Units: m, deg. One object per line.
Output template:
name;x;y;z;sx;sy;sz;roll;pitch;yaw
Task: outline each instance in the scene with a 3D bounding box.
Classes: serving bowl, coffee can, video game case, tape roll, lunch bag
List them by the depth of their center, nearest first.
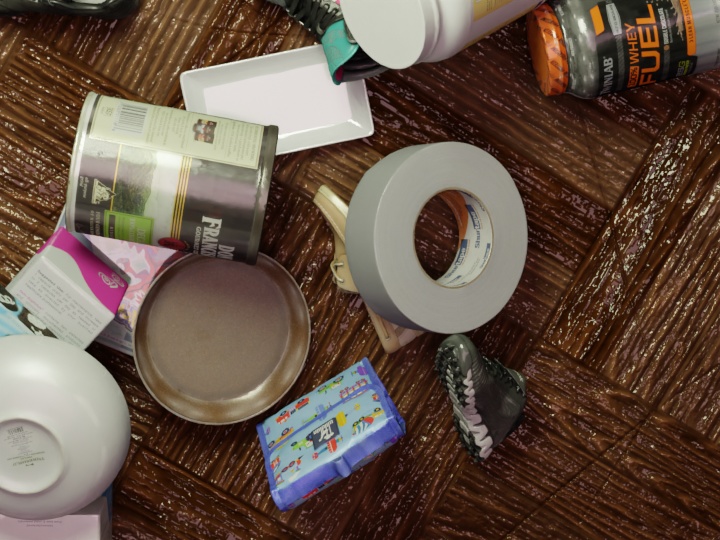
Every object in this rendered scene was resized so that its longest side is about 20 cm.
serving bowl;-0.330;0.168;1.370;0.197;0.066;0.203;0;111;-1
coffee can;-0.193;-0.095;1.427;0.197;0.146;0.148;10;97;-5
lunch bag;-0.026;0.189;1.472;0.150;0.200;0.095;-31;100;0
tape roll;0.082;-0.035;1.475;0.198;0.066;0.203;-1;91;-32
video game case;-0.246;-0.001;1.519;0.198;0.023;0.184;23;96;-7

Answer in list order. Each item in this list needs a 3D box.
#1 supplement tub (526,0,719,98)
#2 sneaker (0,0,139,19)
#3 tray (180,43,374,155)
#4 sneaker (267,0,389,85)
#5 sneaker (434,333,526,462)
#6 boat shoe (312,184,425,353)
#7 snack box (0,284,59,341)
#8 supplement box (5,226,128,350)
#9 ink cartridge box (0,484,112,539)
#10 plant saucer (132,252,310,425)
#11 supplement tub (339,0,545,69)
supplement tub;0.284;-0.256;1.471;0.197;0.123;0.124;-14;99;-2
sneaker;-0.332;-0.301;1.437;0.197;0.091;0.077;0;100;-3
tray;-0.091;-0.182;1.505;0.197;0.022;0.109;-12;99;-3
sneaker;-0.035;-0.259;1.449;0.197;0.084;0.122;11;61;-8
sneaker;0.138;0.125;1.513;0.090;0.067;0.201;-31;138;-12
boat shoe;0.000;0.000;1.512;0.064;0.071;0.201;-34;100;0
snack box;-0.356;0.105;1.400;0.116;0.037;0.200;-41;107;13
supplement box;-0.351;0.067;1.461;0.103;0.101;0.200;40;106;-13
ink cartridge box;-0.339;0.342;1.508;0.123;0.129;0.203;1;99;-4
plant saucer;-0.154;0.069;1.514;0.198;0.032;0.203;-4;105;-17
supplement tub;0.090;-0.298;1.382;0.199;0.145;0.147;-32;101;-32
